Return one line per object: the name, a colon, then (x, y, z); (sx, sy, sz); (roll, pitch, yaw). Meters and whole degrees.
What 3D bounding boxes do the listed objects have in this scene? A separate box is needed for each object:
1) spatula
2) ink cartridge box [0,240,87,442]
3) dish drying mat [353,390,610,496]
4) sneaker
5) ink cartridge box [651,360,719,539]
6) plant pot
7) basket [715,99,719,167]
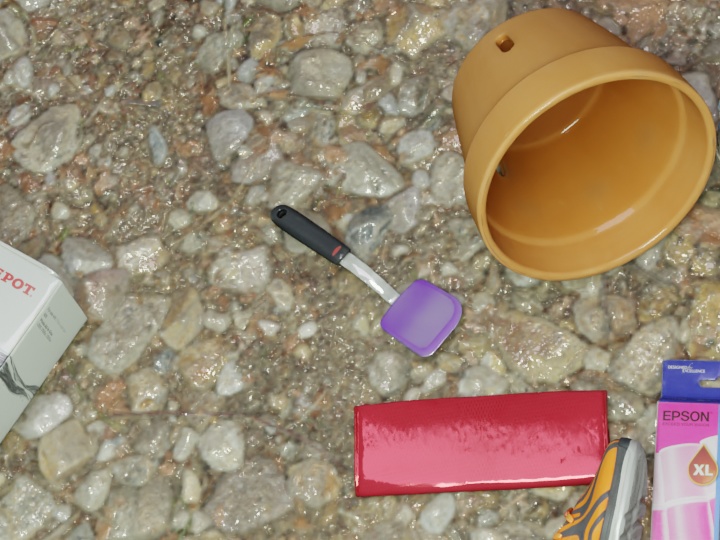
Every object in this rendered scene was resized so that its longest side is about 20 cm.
spatula: (0.000, 0.000, 1.697); (0.200, 0.021, 0.057); (37, 78, 25)
ink cartridge box: (-0.340, 0.071, 1.696); (0.146, 0.084, 0.200); (28, 73, 22)
dish drying mat: (0.094, 0.135, 1.616); (0.199, 0.018, 0.077); (-4, 65, 9)
sneaker: (0.137, 0.209, 1.514); (0.112, 0.078, 0.201); (15, 90, 20)
ink cartridge box: (0.267, 0.155, 1.553); (0.094, 0.037, 0.201); (1, 63, 13)
plant pot: (0.160, -0.111, 1.636); (0.200, 0.200, 0.140); (-26, 45, -2)
basket: (0.369, -0.146, 1.607); (0.200, 0.176, 0.139); (-39, 73, -5)
